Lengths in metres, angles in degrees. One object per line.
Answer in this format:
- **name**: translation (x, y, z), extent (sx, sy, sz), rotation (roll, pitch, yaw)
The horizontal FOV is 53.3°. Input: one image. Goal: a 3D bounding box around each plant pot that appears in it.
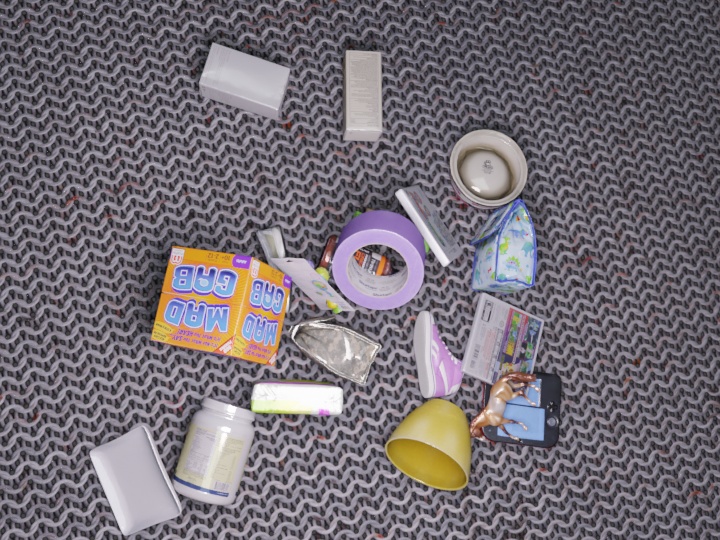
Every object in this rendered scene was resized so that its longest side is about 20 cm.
- **plant pot**: translation (0.171, 0.380, 1.625), extent (0.198, 0.201, 0.143), rotation (32, 54, -3)

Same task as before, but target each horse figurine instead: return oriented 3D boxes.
- **horse figurine**: translation (0.338, 0.314, 1.670), extent (0.130, 0.050, 0.203), rotation (19, 103, -3)

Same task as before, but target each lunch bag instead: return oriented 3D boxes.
- **lunch bag**: translation (0.340, -0.055, 1.708), extent (0.125, 0.170, 0.204), rotation (9, 81, -11)
- **lunch bag**: translation (-0.068, 0.163, 1.615), extent (0.197, 0.164, 0.119), rotation (25, 84, -5)

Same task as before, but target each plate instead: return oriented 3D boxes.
- **plate**: translation (-0.476, 0.447, 1.533), extent (0.198, 0.032, 0.203), rotation (-27, 85, 28)

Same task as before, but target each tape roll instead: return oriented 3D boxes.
- **tape roll**: translation (0.041, -0.021, 1.546), extent (0.196, 0.085, 0.203), rotation (4, 123, 5)

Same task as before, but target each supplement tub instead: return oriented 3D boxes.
- **supplement tub**: translation (-0.313, 0.388, 1.554), extent (0.143, 0.145, 0.203), rotation (17, 79, -6)
- **supplement tub**: translation (0.000, 0.000, 1.679), extent (0.197, 0.107, 0.109), rotation (21, 79, -5)

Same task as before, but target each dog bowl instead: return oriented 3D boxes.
- **dog bowl**: translation (0.308, -0.240, 1.770), extent (0.196, 0.074, 0.204), rotation (2, 74, -6)

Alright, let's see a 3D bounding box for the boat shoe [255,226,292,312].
- **boat shoe**: translation (-0.198, 0.000, 1.669), extent (0.063, 0.074, 0.206), rotation (-10, 82, -1)

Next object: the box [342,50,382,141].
- **box**: translation (0.003, -0.426, 1.756), extent (0.093, 0.078, 0.204), rotation (2, 81, -8)

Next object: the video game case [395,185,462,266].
- **video game case**: translation (0.164, -0.110, 1.691), extent (0.024, 0.182, 0.202), rotation (-34, 88, 20)

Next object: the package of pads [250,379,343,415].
- **package of pads**: translation (-0.145, 0.280, 1.592), extent (0.196, 0.154, 0.070), rotation (5, 84, -9)

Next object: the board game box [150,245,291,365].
- **board game box**: translation (-0.292, 0.079, 1.540), extent (0.196, 0.200, 0.204), rotation (8, 79, 21)

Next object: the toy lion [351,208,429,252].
- **toy lion**: translation (0.074, -0.088, 1.656), extent (0.197, 0.192, 0.070), rotation (22, 93, -6)

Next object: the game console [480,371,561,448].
- **game console**: translation (0.388, 0.330, 1.731), extent (0.196, 0.031, 0.180), rotation (9, 81, -8)

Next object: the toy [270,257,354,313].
- **toy**: translation (-0.099, 0.020, 1.615), extent (0.201, 0.114, 0.048), rotation (51, 56, -35)

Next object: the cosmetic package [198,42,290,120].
- **cosmetic package**: translation (-0.275, -0.451, 1.717), extent (0.197, 0.081, 0.115), rotation (19, 80, -7)

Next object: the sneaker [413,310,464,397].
- **sneaker**: translation (0.190, 0.195, 1.707), extent (0.112, 0.072, 0.205), rotation (-3, 85, -20)

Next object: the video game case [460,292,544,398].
- **video game case**: translation (0.344, 0.180, 1.726), extent (0.180, 0.023, 0.203), rotation (23, 70, -13)
